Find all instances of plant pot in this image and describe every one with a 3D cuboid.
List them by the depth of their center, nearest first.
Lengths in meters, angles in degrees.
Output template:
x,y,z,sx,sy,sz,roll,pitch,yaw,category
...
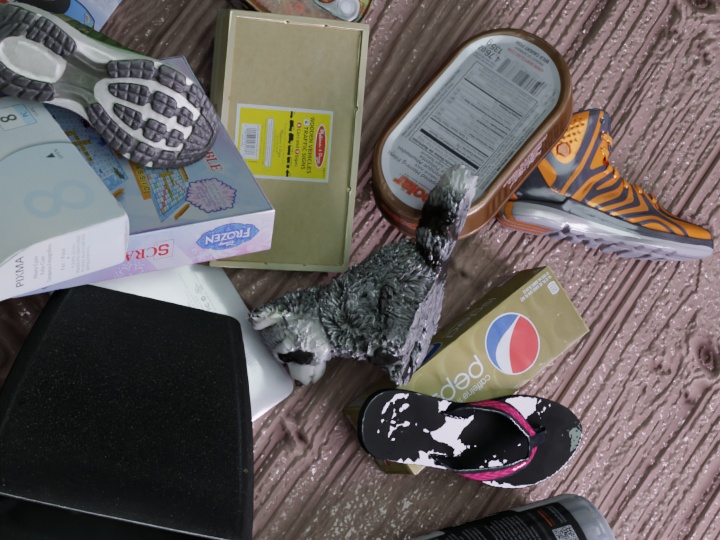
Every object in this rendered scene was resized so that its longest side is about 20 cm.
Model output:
x,y,z,sx,sy,sz,roll,pitch,yaw,category
-0.175,0.122,1.491,0.198,0.200,0.179,12,66,-8,plant pot

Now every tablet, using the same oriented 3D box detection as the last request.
x,y,z,sx,sy,sz,roll,pitch,yaw,category
-0.151,0.044,1.611,0.130,0.014,0.201,-34,97,-21,tablet

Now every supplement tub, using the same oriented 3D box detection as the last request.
x,y,z,sx,sy,sz,roll,pitch,yaw,category
0.101,0.258,1.630,0.198,0.122,0.124,-13,89,-23,supplement tub

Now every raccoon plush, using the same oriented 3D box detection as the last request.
x,y,z,sx,sy,sz,roll,pitch,yaw,category
0.000,0.000,1.614,0.133,0.097,0.201,20,75,15,raccoon plush

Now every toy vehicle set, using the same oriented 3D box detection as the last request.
x,y,z,sx,sy,sz,roll,pitch,yaw,category
-0.061,-0.101,1.628,0.123,0.026,0.202,4,94,-28,toy vehicle set

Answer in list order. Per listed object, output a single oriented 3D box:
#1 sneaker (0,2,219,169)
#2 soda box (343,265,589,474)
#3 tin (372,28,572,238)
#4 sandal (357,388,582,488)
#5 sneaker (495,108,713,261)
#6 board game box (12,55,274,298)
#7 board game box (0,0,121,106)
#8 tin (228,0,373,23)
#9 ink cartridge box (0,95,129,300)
x,y,z,sx,sy,sz,roll,pitch,yaw,category
-0.189,-0.145,1.485,0.199,0.089,0.077,29,107,-24,sneaker
0.086,0.081,1.673,0.200,0.064,0.068,-37,100,-20,soda box
0.091,-0.113,1.680,0.112,0.042,0.200,34,72,22,tin
0.092,0.132,1.613,0.198,0.045,0.076,7,90,-28,sandal
0.214,-0.075,1.733,0.198,0.077,0.113,14,81,-20,sneaker
-0.191,-0.074,1.526,0.198,0.041,0.201,-11,44,-21,board game box
-0.255,-0.230,1.553,0.151,0.037,0.201,39,51,-14,board game box
-0.076,-0.265,1.660,0.200,0.042,0.112,41,76,-13,tin
-0.280,-0.042,1.405,0.199,0.048,0.160,-17,46,-28,ink cartridge box
